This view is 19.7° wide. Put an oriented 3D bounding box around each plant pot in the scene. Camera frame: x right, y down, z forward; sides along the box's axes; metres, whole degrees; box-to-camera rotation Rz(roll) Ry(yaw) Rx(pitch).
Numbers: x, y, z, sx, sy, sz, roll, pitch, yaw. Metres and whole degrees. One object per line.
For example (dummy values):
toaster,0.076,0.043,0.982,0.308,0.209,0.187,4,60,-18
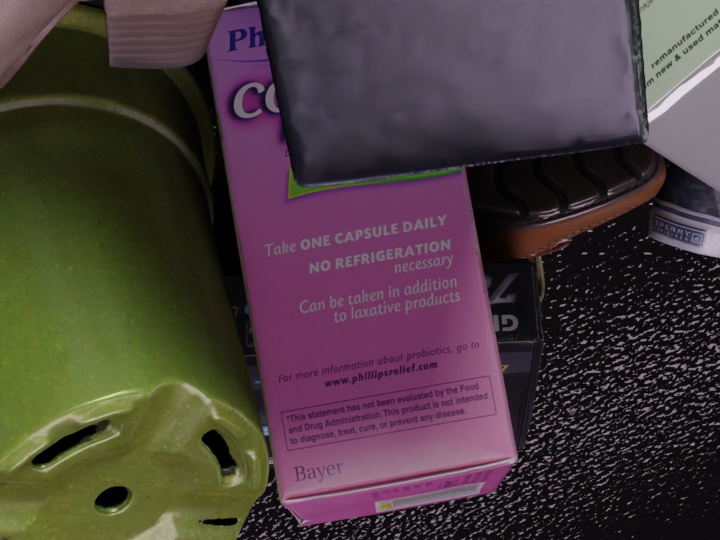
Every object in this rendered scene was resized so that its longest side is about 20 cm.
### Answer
plant pot,-0.122,0.029,0.825,0.199,0.190,0.201,-16,138,-15

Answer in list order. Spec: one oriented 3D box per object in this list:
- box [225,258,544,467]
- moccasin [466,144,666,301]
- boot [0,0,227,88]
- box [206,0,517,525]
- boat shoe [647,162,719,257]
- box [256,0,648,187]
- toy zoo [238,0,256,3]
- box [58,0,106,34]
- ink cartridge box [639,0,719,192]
box,-0.009,0.054,1.073,0.199,0.050,0.199,-3,158,0
moccasin,0.060,-0.021,1.057,0.201,0.074,0.078,-26,147,9
boot,-0.130,-0.136,0.746,0.199,0.070,0.147,-7,134,-12
box,0.000,0.000,0.890,0.096,0.201,0.176,-10,170,-1
boat shoe,0.227,-0.057,1.098,0.200,0.071,0.091,-4,112,-54
box,0.019,-0.166,0.658,0.117,0.197,0.201,-8,125,6
toy zoo,0.040,-0.113,0.906,0.199,0.021,0.131,17,167,-42
box,-0.166,-0.143,0.804,0.199,0.048,0.194,-9,141,-14
ink cartridge box,0.145,-0.124,0.843,0.084,0.201,0.145,-40,137,25
